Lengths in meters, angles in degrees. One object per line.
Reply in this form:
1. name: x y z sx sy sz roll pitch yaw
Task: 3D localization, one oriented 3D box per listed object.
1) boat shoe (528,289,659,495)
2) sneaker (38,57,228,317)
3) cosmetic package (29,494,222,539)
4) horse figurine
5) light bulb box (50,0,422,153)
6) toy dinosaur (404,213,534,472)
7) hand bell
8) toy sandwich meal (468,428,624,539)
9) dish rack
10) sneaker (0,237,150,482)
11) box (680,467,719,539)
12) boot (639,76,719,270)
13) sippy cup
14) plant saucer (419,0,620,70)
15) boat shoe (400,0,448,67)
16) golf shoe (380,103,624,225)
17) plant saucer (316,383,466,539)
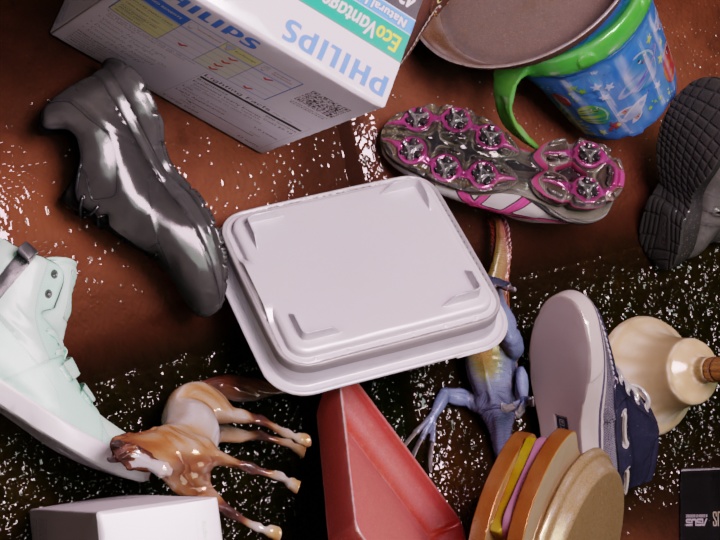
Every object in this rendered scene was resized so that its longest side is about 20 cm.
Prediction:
1. boat shoe: 0.195 0.101 1.474 0.092 0.074 0.202 -20 119 -35
2. sneaker: -0.166 -0.050 1.315 0.090 0.076 0.201 -29 91 -19
3. cosmetic package: -0.157 0.206 1.201 0.084 0.200 0.109 -5 87 -24
4. horse figurine: -0.103 0.121 1.290 0.132 0.200 0.050 22 114 -2
5. light bulb box: -0.086 -0.195 1.296 0.197 0.200 0.126 28 71 -24
6. toy dinosaur: 0.121 0.084 1.447 0.200 0.104 0.182 -48 128 -38
7. hand bell: 0.294 0.081 1.475 0.103 0.200 0.105 4 82 -28
8. toy sandwich meal: 0.141 0.219 1.389 0.205 0.070 0.207 -42 140 -50
9. dish rack: 0.000 0.000 1.347 0.199 0.044 0.172 -14 55 -20
10. sneaker: -0.206 0.059 1.265 0.200 0.074 0.119 38 72 -18
11. box: 0.400 0.213 1.539 0.199 0.163 0.087 5 81 -29
12. boot: 0.317 -0.095 1.542 0.130 0.201 0.068 -19 50 -29
13. sippy cup: 0.196 -0.182 1.491 0.130 0.177 0.140 51 28 -41
14. plant saucer: 0.134 -0.236 1.448 0.201 0.199 0.032 -63 143 -20
15. boat shoe: 0.054 -0.239 1.408 0.070 0.071 0.201 4 126 -32
16. golf shoe: 0.109 -0.074 1.462 0.198 0.092 0.073 15 65 -3
17. plant saucer: 0.026 0.195 1.324 0.037 0.200 0.200 -28 121 12
